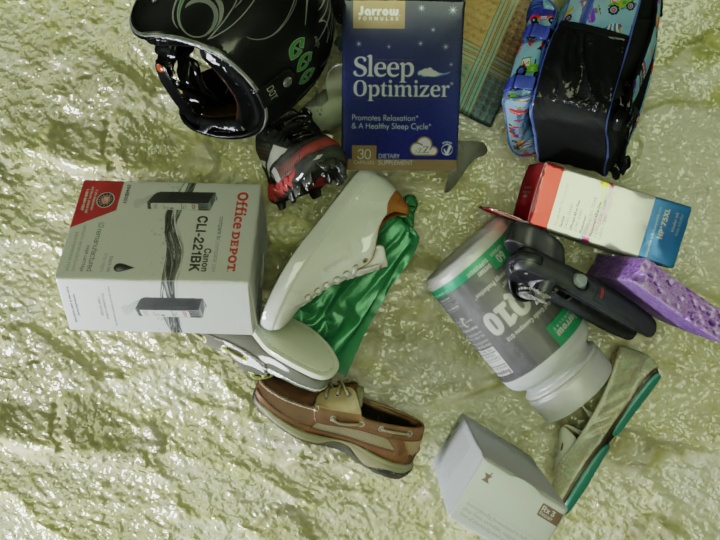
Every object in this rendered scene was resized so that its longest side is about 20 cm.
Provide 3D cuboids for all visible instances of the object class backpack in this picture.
[{"bbox_3d":[0.234,-0.220,1.035,0.132,0.183,0.204,15,80,16],"label":"backpack"}]

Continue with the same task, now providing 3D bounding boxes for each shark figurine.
[{"bbox_3d":[0.038,-0.178,1.077,0.211,0.129,0.090,16,52,7],"label":"shark figurine"}]

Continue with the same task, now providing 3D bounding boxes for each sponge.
[{"bbox_3d":[0.304,0.025,1.037,0.111,0.200,0.030,33,92,-1],"label":"sponge"}]

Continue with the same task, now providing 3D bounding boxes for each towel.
[{"bbox_3d":[0.086,-0.266,1.108,0.197,0.022,0.149,27,94,-3],"label":"towel"}]

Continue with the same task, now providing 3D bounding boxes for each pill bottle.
[{"bbox_3d":[0.171,0.054,1.085,0.113,0.113,0.201,-40,93,3],"label":"pill bottle"}]

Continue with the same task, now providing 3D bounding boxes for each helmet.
[{"bbox_3d":[-0.122,-0.251,1.022,0.198,0.200,0.193,27,64,-1],"label":"helmet"}]

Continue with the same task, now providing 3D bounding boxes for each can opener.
[{"bbox_3d":[0.224,0.022,1.020,0.198,0.063,0.080,29,75,-21],"label":"can opener"}]

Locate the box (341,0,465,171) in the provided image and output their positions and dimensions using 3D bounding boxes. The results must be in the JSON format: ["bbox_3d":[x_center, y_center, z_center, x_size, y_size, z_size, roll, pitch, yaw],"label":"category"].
[{"bbox_3d":[0.040,-0.200,0.999,0.119,0.032,0.204,0,110,-1],"label":"box"}]

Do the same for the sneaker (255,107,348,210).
[{"bbox_3d":[-0.065,-0.121,1.032,0.070,0.200,0.100,-18,93,-13],"label":"sneaker"}]

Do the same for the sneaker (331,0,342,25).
[{"bbox_3d":[0.019,-0.297,1.067,0.199,0.076,0.092,36,54,11],"label":"sneaker"}]

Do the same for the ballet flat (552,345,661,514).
[{"bbox_3d":[0.258,0.175,1.128,0.062,0.067,0.202,35,91,26],"label":"ballet flat"}]

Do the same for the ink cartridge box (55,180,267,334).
[{"bbox_3d":[-0.201,-0.015,1.063,0.196,0.146,0.085,2,137,-1],"label":"ink cartridge box"}]

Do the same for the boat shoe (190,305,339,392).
[{"bbox_3d":[-0.108,0.078,1.087,0.200,0.072,0.061,29,117,26],"label":"boat shoe"}]

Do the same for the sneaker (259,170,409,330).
[{"bbox_3d":[-0.023,-0.007,1.047,0.084,0.073,0.201,37,88,2],"label":"sneaker"}]

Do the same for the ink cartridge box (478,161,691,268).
[{"bbox_3d":[0.232,-0.065,1.073,0.196,0.116,0.068,17,94,-1],"label":"ink cartridge box"}]

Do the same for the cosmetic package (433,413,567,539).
[{"bbox_3d":[0.139,0.223,1.054,0.101,0.200,0.075,31,94,-1],"label":"cosmetic package"}]

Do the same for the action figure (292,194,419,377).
[{"bbox_3d":[0.000,0.000,1.112,0.118,0.055,0.201,38,98,0],"label":"action figure"}]

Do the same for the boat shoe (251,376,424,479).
[{"bbox_3d":[-0.020,0.154,1.112,0.197,0.076,0.075,25,108,-10],"label":"boat shoe"}]
